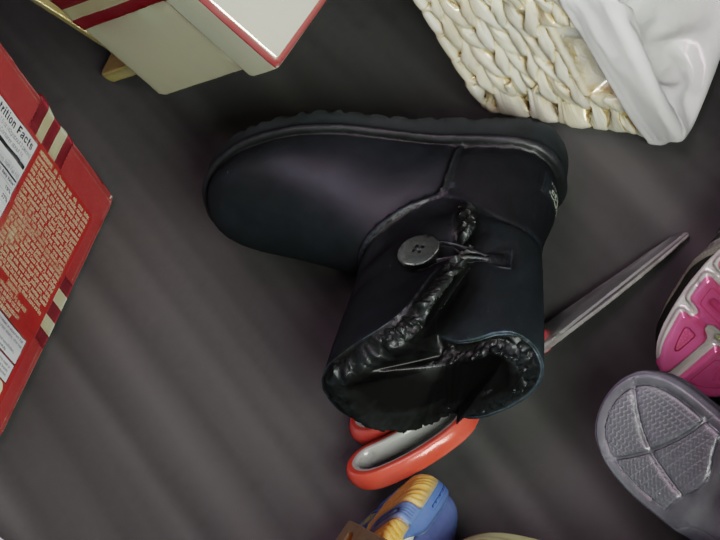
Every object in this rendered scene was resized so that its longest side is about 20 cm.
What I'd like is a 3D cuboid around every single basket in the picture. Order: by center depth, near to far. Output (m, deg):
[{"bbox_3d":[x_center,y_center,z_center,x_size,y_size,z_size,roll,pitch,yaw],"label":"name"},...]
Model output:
[{"bbox_3d":[0.121,-0.182,1.184,0.123,0.136,0.201,6,62,30],"label":"basket"}]

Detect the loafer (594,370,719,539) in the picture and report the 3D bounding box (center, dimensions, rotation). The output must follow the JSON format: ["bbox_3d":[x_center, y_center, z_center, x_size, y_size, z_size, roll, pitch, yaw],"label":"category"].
[{"bbox_3d":[0.186,0.119,1.005,0.200,0.063,0.072,48,110,22],"label":"loafer"}]

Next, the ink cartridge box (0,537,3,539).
[{"bbox_3d":[-0.176,0.191,1.140,0.200,0.044,0.094,30,73,36],"label":"ink cartridge box"}]

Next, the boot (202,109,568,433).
[{"bbox_3d":[0.000,0.000,1.135,0.199,0.077,0.168,-2,41,17],"label":"boot"}]

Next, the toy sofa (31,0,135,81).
[{"bbox_3d":[-0.180,-0.198,1.289,0.083,0.200,0.098,-8,53,64],"label":"toy sofa"}]

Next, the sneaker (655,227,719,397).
[{"bbox_3d":[0.204,-0.029,1.088,0.200,0.074,0.087,-54,20,7],"label":"sneaker"}]

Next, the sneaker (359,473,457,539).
[{"bbox_3d":[0.014,0.184,1.048,0.075,0.088,0.200,-46,14,48],"label":"sneaker"}]

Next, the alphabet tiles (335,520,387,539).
[{"bbox_3d":[-0.036,0.185,1.009,0.167,0.006,0.200,-56,10,-7],"label":"alphabet tiles"}]

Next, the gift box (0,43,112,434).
[{"bbox_3d":[-0.275,-0.022,1.235,0.186,0.185,0.200,11,58,28],"label":"gift box"}]

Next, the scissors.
[{"bbox_3d":[0.079,0.045,1.121,0.199,0.014,0.073,-28,24,3],"label":"scissors"}]

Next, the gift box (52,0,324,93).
[{"bbox_3d":[-0.081,-0.222,1.181,0.200,0.184,0.187,-60,21,-14],"label":"gift box"}]

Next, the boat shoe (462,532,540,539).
[{"bbox_3d":[0.113,0.150,0.971,0.200,0.063,0.074,9,98,26],"label":"boat shoe"}]
